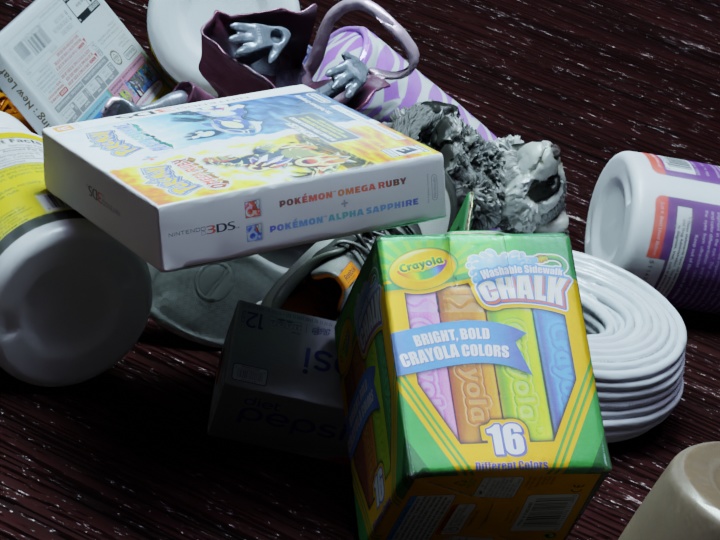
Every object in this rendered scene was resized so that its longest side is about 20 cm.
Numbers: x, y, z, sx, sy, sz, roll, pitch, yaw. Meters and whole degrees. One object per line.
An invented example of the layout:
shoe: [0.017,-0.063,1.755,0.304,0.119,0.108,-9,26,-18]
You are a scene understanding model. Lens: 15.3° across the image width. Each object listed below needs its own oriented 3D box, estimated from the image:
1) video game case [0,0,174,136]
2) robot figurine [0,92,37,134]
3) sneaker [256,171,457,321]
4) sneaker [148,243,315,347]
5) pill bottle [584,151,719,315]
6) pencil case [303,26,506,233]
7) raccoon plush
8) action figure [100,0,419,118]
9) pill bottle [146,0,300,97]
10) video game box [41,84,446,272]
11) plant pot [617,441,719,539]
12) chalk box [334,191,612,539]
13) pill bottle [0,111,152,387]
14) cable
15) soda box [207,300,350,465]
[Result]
video game case: [-0.176,-0.112,1.875,0.182,0.022,0.200,51,21,-10]
robot figurine: [-0.190,-0.101,1.988,0.145,0.058,0.199,33,28,30]
sneaker: [0.000,0.000,1.747,0.074,0.079,0.200,43,61,3]
sneaker: [-0.081,0.002,1.817,0.199,0.071,0.099,4,20,-30]
pill bottle: [0.280,-0.021,2.033,0.199,0.112,0.112,9,23,-14]
pencil case: [0.039,-0.096,1.974,0.200,0.086,0.084,36,-7,-26]
raccoon plush: [0.055,-0.053,1.933,0.199,0.097,0.134,-14,-24,40]
action figure: [-0.075,-0.111,1.819,0.149,0.200,0.134,-36,81,-31]
pill bottle: [-0.104,-0.182,2.001,0.111,0.113,0.200,13,1,-4]
video game box: [-0.073,-0.059,1.597,0.181,0.047,0.200,-14,21,-23]
plant pot: [0.195,0.193,1.412,0.199,0.175,0.200,14,24,-6]
chalk box: [0.059,0.054,1.576,0.123,0.125,0.201,-1,61,-14]
pill bottle: [-0.218,-0.021,1.715,0.114,0.115,0.200,2,26,-29]
cable: [0.127,0.048,1.832,0.199,0.070,0.200,12,23,-7]
soda box: [0.010,0.081,1.661,0.199,0.068,0.064,13,55,-7]
